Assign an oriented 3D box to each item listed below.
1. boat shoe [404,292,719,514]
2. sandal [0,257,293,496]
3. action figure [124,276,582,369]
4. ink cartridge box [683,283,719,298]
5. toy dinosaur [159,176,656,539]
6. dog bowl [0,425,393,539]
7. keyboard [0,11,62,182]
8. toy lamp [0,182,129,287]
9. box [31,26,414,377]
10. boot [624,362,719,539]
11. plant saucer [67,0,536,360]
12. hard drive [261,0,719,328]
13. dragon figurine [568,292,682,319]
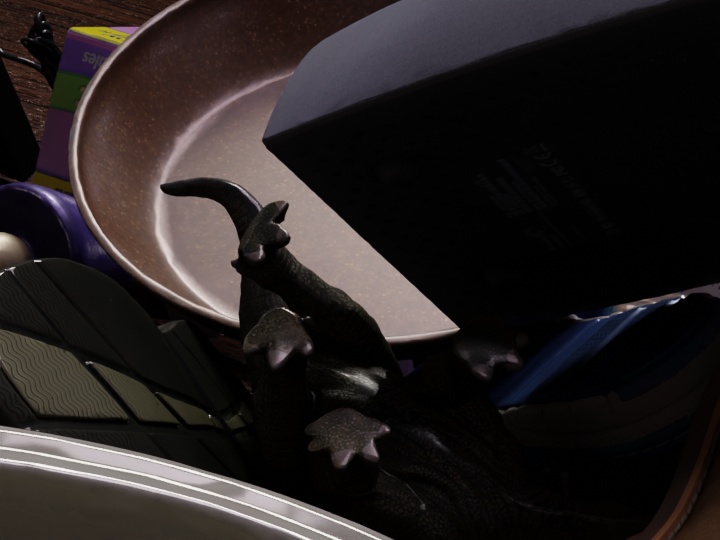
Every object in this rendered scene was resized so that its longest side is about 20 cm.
[{"bbox_3d":[0.061,0.058,0.776,0.072,0.073,0.200,-37,11,-21],"label":"boat shoe"},{"bbox_3d":[-0.066,0.050,0.704,0.080,0.057,0.201,58,6,15],"label":"sandal"},{"bbox_3d":[0.000,0.000,0.916,0.199,0.131,0.070,18,56,22],"label":"action figure"},{"bbox_3d":[0.214,0.020,1.138,0.199,0.084,0.145,8,13,-28],"label":"ink cartridge box"},{"bbox_3d":[0.001,0.045,0.696,0.199,0.103,0.077,28,58,30],"label":"toy dinosaur"},{"bbox_3d":[-0.054,0.093,0.457,0.199,0.074,0.200,15,10,-3],"label":"dog bowl"},{"bbox_3d":[-0.173,-0.095,1.094,0.126,0.021,0.200,18,-24,17],"label":"keyboard"},{"bbox_3d":[-0.150,0.000,0.844,0.058,0.059,0.199,21,14,32],"label":"toy lamp"},{"bbox_3d":[-0.020,-0.037,1.086,0.175,0.097,0.200,18,12,16],"label":"box"},{"bbox_3d":[0.117,0.066,0.637,0.075,0.074,0.200,-10,24,39],"label":"boot"},{"bbox_3d":[0.005,-0.033,0.827,0.199,0.037,0.201,-1,42,1],"label":"plant saucer"},{"bbox_3d":[0.089,-0.044,0.663,0.199,0.043,0.135,-15,-32,25],"label":"hard drive"},{"bbox_3d":[0.093,0.032,0.987,0.058,0.100,0.200,11,-8,-11],"label":"dragon figurine"}]
